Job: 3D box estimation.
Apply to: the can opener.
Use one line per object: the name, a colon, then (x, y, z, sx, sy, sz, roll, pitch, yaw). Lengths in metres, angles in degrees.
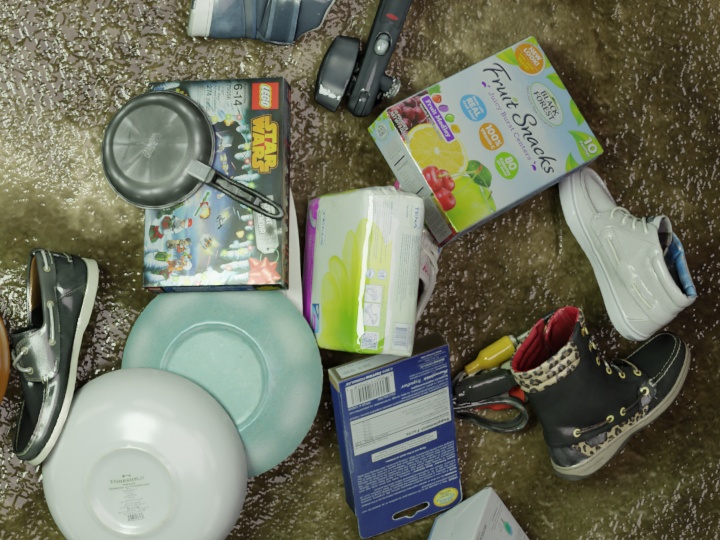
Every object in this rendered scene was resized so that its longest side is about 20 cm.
can opener: (0.024, -0.245, 1.738, 0.078, 0.063, 0.202, 26, 83, -15)

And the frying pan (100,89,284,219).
frying pan: (-0.171, -0.088, 1.631, 0.115, 0.031, 0.190, -40, 73, 3)

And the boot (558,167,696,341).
boot: (0.276, -0.036, 1.768, 0.073, 0.095, 0.202, -2, 63, -45)

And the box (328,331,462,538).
box: (0.037, 0.166, 1.731, 0.120, 0.032, 0.202, -18, 123, -17)

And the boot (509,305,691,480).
boot: (0.244, 0.098, 1.779, 0.200, 0.073, 0.151, -42, 120, -16)

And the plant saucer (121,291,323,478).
plant saucer: (-0.136, 0.103, 1.663, 0.198, 0.039, 0.204, 0, 91, 7)

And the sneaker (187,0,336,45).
sneaker: (-0.084, -0.319, 1.690, 0.144, 0.077, 0.205, 8, 98, -6)

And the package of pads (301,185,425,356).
package of pads: (0.000, 0.000, 1.660, 0.067, 0.200, 0.156, 5, 89, -18)

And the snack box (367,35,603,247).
snack box: (0.126, -0.131, 1.742, 0.199, 0.053, 0.143, -28, 85, -27)

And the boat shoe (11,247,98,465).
boat shoe: (-0.301, 0.080, 1.629, 0.067, 0.072, 0.202, 17, 77, -33)

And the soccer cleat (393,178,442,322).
soccer cleat: (0.059, -0.024, 1.738, 0.069, 0.086, 0.202, 17, 85, -16)

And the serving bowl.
serving bowl: (-0.207, 0.197, 1.626, 0.198, 0.066, 0.203, 1, 102, 5)

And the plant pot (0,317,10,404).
plant pot: (-0.404, 0.084, 1.542, 0.198, 0.183, 0.203, 0, 90, -17)

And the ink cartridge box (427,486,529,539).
ink cartridge box: (0.147, 0.339, 1.736, 0.076, 0.137, 0.201, -33, 100, 25)

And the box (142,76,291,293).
box: (-0.135, -0.081, 1.657, 0.135, 0.040, 0.203, -2, 80, 8)

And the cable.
cable: (0.094, 0.130, 1.785, 0.198, 0.050, 0.098, -14, 111, -5)

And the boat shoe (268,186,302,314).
boat shoe: (-0.101, -0.025, 1.703, 0.068, 0.072, 0.202, -7, 101, -17)
